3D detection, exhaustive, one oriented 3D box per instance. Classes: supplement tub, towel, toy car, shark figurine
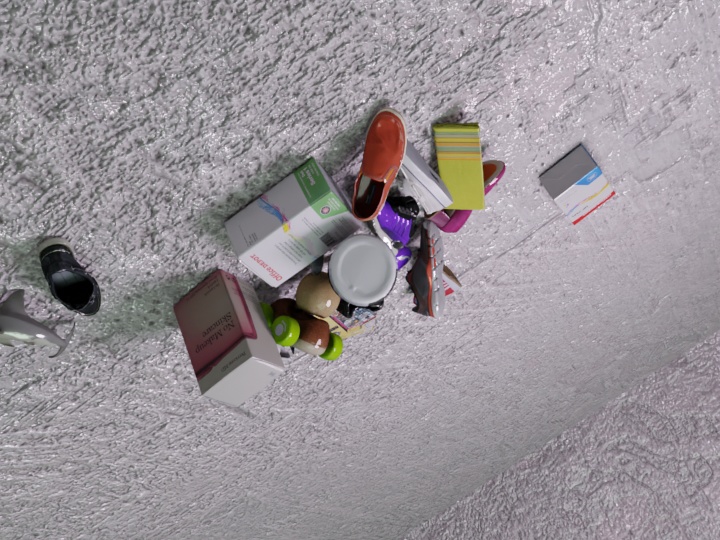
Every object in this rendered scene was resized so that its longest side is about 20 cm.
[{"bbox_3d":[0.000,0.000,1.519,0.121,0.125,0.200,-26,-179,-4],"label":"supplement tub"},{"bbox_3d":[0.184,-0.189,1.547,0.084,0.018,0.202,4,140,16],"label":"towel"},{"bbox_3d":[-0.099,0.051,1.643,0.163,0.156,0.204,24,89,-49],"label":"toy car"},{"bbox_3d":[-0.543,0.081,1.367,0.212,0.092,0.127,19,160,-42],"label":"shark figurine"}]

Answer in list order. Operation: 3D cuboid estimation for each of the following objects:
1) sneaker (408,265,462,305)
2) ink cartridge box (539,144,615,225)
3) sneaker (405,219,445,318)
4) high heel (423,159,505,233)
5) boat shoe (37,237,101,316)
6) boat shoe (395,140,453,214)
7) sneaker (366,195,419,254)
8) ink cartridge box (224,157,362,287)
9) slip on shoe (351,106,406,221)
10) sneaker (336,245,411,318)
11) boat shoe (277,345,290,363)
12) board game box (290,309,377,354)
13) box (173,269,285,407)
[{"bbox_3d":[0.145,0.030,1.850,0.112,0.072,0.200,-38,150,10],"label":"sneaker"},{"bbox_3d":[0.477,-0.175,1.824,0.116,0.068,0.199,-38,148,15],"label":"ink cartridge box"},{"bbox_3d":[0.125,-0.002,1.725,0.080,0.205,0.077,1,-172,25],"label":"sneaker"},{"bbox_3d":[0.223,-0.145,1.661,0.198,0.069,0.095,-31,142,34],"label":"high heel"},{"bbox_3d":[-0.462,0.030,1.361,0.073,0.067,0.201,-19,148,-15],"label":"boat shoe"},{"bbox_3d":[0.094,-0.167,1.512,0.065,0.073,0.199,-31,142,18],"label":"boat shoe"},{"bbox_3d":[0.058,-0.111,1.574,0.099,0.070,0.201,-38,151,-2],"label":"sneaker"},{"bbox_3d":[-0.116,-0.079,1.466,0.198,0.085,0.145,-34,149,7],"label":"ink cartridge box"},{"bbox_3d":[0.029,-0.173,1.415,0.073,0.061,0.204,19,113,3],"label":"slip on shoe"},{"bbox_3d":[0.032,0.031,1.727,0.198,0.100,0.070,-32,149,0],"label":"sneaker"},{"bbox_3d":[-0.200,0.159,1.768,0.065,0.074,0.200,-33,159,0],"label":"boat shoe"},{"bbox_3d":[-0.057,0.105,1.829,0.196,0.035,0.137,-16,146,-21],"label":"board game box"},{"bbox_3d":[-0.243,0.124,1.543,0.127,0.202,0.109,-36,147,15],"label":"box"}]
